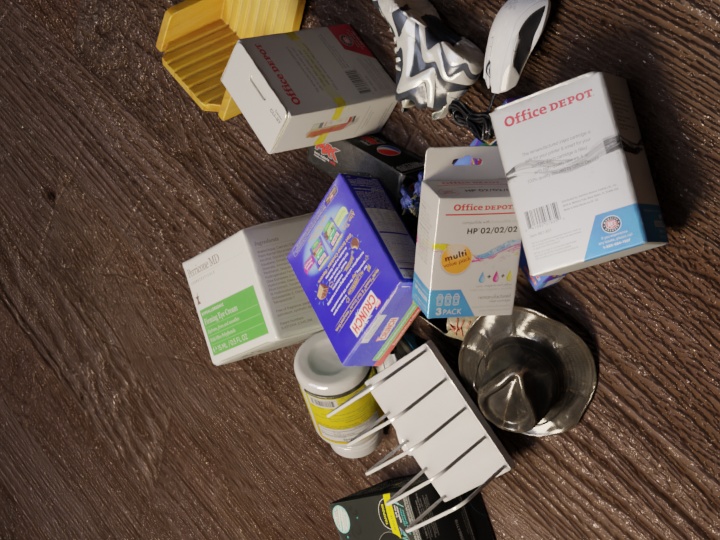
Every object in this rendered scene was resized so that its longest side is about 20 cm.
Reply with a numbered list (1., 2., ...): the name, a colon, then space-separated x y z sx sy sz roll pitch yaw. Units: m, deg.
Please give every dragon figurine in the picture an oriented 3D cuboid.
1. dragon figurine: 0.117 -0.035 1.674 0.059 0.099 0.200 -21 86 52

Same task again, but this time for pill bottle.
1. pill bottle: -0.024 0.186 1.873 0.112 0.112 0.200 38 156 36

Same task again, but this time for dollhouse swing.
1. dollhouse swing: -0.195 -0.372 1.896 0.200 0.182 0.176 49 156 29

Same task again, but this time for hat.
1. hat: 0.196 0.145 1.611 0.200 0.081 0.201 16 126 24

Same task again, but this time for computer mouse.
1. computer mouse: 0.166 -0.255 1.541 0.200 0.044 0.110 -68 25 21

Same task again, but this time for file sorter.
1. file sorter: 0.074 0.226 1.683 0.139 0.124 0.200 -37 87 44

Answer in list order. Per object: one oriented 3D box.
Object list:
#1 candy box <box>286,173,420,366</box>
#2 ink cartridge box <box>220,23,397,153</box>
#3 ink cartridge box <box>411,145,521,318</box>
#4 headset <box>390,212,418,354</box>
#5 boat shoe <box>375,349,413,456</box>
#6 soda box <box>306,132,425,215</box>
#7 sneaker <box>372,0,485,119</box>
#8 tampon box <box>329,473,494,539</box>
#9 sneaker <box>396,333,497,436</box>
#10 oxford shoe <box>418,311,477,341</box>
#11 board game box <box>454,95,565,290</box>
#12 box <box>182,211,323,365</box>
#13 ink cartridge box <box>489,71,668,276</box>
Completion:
1. candy box: 0.000 0.000 1.706 0.169 0.077 0.200 -55 48 35
2. ink cartridge box: -0.069 -0.251 1.744 0.145 0.200 0.083 56 138 22
3. ink cartridge box: 0.133 -0.047 1.553 0.068 0.115 0.200 -124 34 -62
4. headset: 0.051 0.015 1.779 0.123 0.094 0.200 20 88 50
5. boat shoe: 0.076 0.165 1.830 0.065 0.074 0.200 -17 92 36
6. soda box: 0.011 -0.150 1.793 0.200 0.063 0.071 35 127 40
7. sneaker: 0.065 -0.278 1.668 0.199 0.079 0.130 43 124 20
8. tampon box: 0.075 0.380 1.848 0.200 0.126 0.150 -24 83 52
9. sneaker: 0.101 0.180 1.759 0.082 0.073 0.200 -39 79 27
10. oxford shoe: 0.153 0.078 1.688 0.200 0.075 0.071 22 117 41
11. board game box: 0.213 -0.096 1.579 0.200 0.045 0.135 59 139 18
12. box: -0.120 0.023 1.904 0.199 0.200 0.172 -24 82 53
13. ink cartridge box: 0.249 -0.108 1.453 0.145 0.084 0.201 -18 82 32
